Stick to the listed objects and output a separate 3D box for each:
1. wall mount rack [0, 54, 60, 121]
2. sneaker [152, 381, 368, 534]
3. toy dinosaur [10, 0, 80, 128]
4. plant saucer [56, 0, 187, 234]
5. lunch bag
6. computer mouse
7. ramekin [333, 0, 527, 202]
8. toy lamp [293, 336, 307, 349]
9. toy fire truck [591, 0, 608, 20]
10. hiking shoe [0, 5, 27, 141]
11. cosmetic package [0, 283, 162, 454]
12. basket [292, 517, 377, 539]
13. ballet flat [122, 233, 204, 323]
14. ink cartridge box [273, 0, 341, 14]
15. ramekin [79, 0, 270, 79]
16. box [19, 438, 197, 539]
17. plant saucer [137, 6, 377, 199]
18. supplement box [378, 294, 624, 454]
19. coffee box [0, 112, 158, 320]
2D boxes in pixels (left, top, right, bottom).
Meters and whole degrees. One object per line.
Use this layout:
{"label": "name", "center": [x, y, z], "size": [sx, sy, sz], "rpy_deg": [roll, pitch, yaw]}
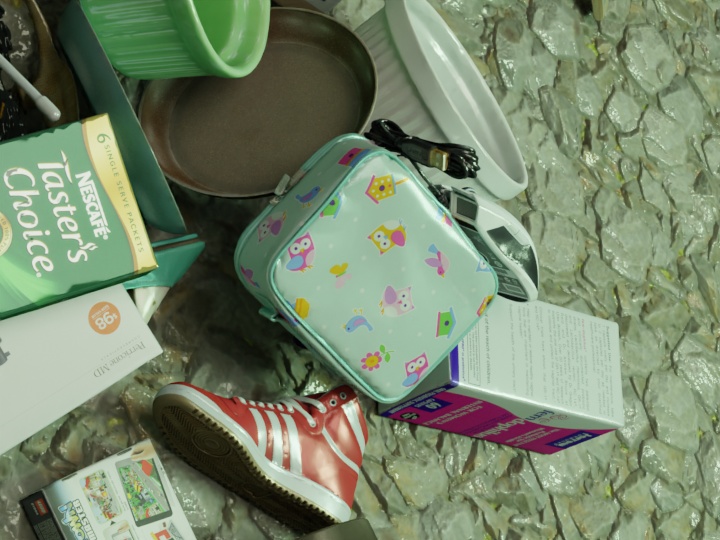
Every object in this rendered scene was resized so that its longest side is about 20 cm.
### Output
{"label": "wall mount rack", "center": [-0.323, -0.135, 1.549], "size": [0.200, 0.075, 0.174], "rpy_deg": [-44, 114, -2]}
{"label": "sneaker", "center": [-0.074, 0.117, 1.710], "size": [0.200, 0.071, 0.113], "rpy_deg": [40, 54, -29]}
{"label": "toy dinosaur", "center": [-0.234, -0.135, 1.659], "size": [0.058, 0.101, 0.200], "rpy_deg": [-11, 82, -23]}
{"label": "plant saucer", "center": [-0.188, -0.113, 1.661], "size": [0.027, 0.200, 0.200], "rpy_deg": [-26, 89, -6]}
{"label": "lunch bag", "center": [0.000, 0.000, 1.694], "size": [0.160, 0.077, 0.200], "rpy_deg": [-46, 124, -5]}
{"label": "computer mouse", "center": [0.090, -0.049, 1.752], "size": [0.044, 0.110, 0.200], "rpy_deg": [-54, 131, -19]}
{"label": "ramekin", "center": [0.049, -0.129, 1.850], "size": [0.200, 0.105, 0.200], "rpy_deg": [53, 16, -23]}
{"label": "toy lamp", "center": [-0.030, -0.033, 1.824], "size": [0.058, 0.058, 0.200], "rpy_deg": [16, 64, -34]}
{"label": "toy fire truck", "center": [0.181, -0.323, 2.097], "size": [0.200, 0.129, 0.176], "rpy_deg": [38, 51, -8]}
{"label": "hiking shoe", "center": [-0.304, -0.113, 1.626], "size": [0.074, 0.087, 0.200], "rpy_deg": [9, 75, -72]}
{"label": "cosmetic package", "center": [-0.266, 0.048, 1.549], "size": [0.200, 0.052, 0.151], "rpy_deg": [-33, 96, -20]}
{"label": "basket", "center": [-0.010, 0.301, 1.641], "size": [0.180, 0.136, 0.200], "rpy_deg": [6, 60, -67]}
{"label": "ballet flat", "center": [-0.202, 0.021, 1.654], "size": [0.200, 0.067, 0.071], "rpy_deg": [-12, 84, -36]}
{"label": "ink cartridge box", "center": [-0.041, -0.320, 1.836], "size": [0.165, 0.200, 0.075], "rpy_deg": [31, 46, -24]}
{"label": "ramekin", "center": [-0.153, -0.247, 1.728], "size": [0.200, 0.098, 0.200], "rpy_deg": [-7, 90, -72]}
{"label": "box", "center": [-0.163, 0.236, 1.608], "size": [0.110, 0.035, 0.200], "rpy_deg": [-22, 86, -43]}
{"label": "plant saucer", "center": [-0.082, -0.131, 1.763], "size": [0.032, 0.200, 0.200], "rpy_deg": [73, 27, -52]}
{"label": "supplement box", "center": [0.121, 0.083, 1.865], "size": [0.200, 0.101, 0.104], "rpy_deg": [14, 63, -34]}
{"label": "coffee box", "center": [-0.253, -0.027, 1.514], "size": [0.200, 0.044, 0.123], "rpy_deg": [-16, 87, -20]}
